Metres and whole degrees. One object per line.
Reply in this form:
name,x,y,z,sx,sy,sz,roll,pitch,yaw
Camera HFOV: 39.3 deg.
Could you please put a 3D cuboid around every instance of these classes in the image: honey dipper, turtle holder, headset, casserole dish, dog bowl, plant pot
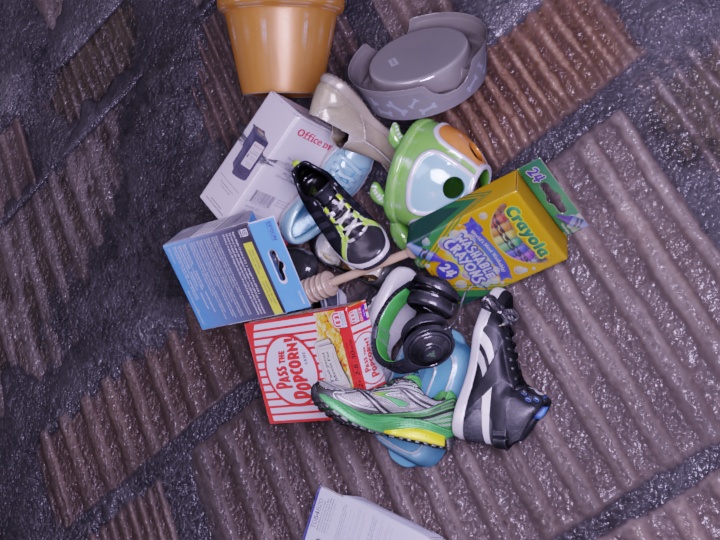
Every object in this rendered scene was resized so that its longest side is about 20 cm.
honey dipper,0.000,0.000,1.390,0.199,0.038,0.038,-22,67,32
turtle holder,0.095,-0.106,1.360,0.131,0.141,0.186,21,80,22
headset,0.099,0.067,1.278,0.200,0.094,0.124,-24,47,44
casserole dish,0.081,0.170,1.367,0.121,0.039,0.201,24,93,37
dog bowl,0.085,-0.282,1.401,0.199,0.059,0.201,-14,38,11
plant pot,-0.122,-0.364,1.562,0.200,0.200,0.184,4,98,37

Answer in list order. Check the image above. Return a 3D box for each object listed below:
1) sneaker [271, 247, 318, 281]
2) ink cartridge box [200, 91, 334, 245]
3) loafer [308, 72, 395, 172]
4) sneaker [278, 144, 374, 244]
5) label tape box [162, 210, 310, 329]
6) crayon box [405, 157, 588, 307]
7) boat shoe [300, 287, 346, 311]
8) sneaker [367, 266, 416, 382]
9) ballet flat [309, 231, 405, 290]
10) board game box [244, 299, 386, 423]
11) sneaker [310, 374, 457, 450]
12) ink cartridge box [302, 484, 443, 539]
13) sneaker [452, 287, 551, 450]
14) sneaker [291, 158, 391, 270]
sneaker,-0.163,-0.011,1.523,0.200,0.115,0.075,3,78,48
ink cartridge box,-0.122,-0.151,1.526,0.200,0.145,0.084,-53,53,14
loafer,-0.004,-0.193,1.419,0.068,0.200,0.076,-47,33,-1
sneaker,-0.041,-0.113,1.481,0.200,0.074,0.082,-52,21,10
label tape box,-0.167,-0.005,1.448,0.199,0.066,0.144,-13,109,29
crayon box,0.175,-0.044,1.290,0.200,0.126,0.052,-27,30,29
boat shoe,-0.064,0.116,1.468,0.071,0.068,0.201,0,80,37
sneaker,0.015,0.078,1.408,0.088,0.075,0.201,34,110,44
ballet flat,-0.015,-0.026,1.465,0.200,0.068,0.068,25,94,38
board game box,-0.061,0.130,1.396,0.199,0.046,0.152,-12,95,40
sneaker,0.031,0.170,1.292,0.078,0.199,0.086,162,122,-72
ink cartridge box,-0.001,0.418,1.368,0.199,0.041,0.200,17,90,38
sneaker,0.195,0.128,1.281,0.111,0.073,0.201,12,84,25
sneaker,-0.038,-0.079,1.374,0.072,0.083,0.200,-44,58,1
